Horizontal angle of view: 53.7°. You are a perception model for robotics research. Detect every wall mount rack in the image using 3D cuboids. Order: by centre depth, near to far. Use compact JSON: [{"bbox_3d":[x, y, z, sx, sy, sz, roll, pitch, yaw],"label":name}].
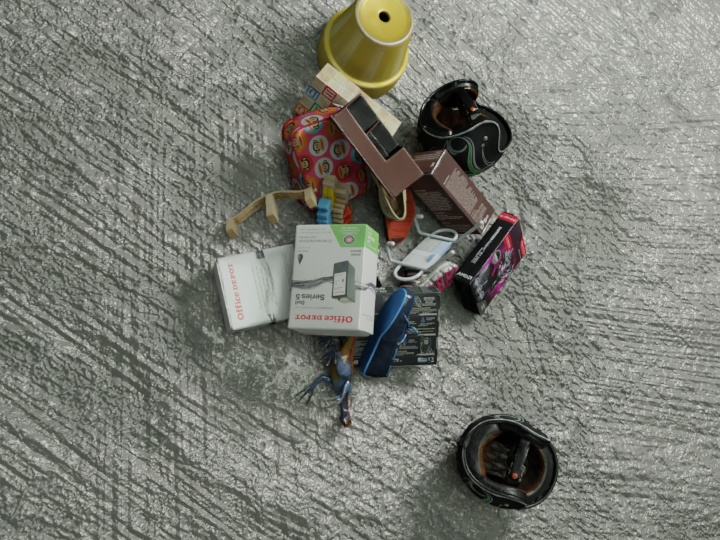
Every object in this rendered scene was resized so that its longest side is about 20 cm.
[{"bbox_3d":[0.154,-0.054,1.467,0.200,0.173,0.075,-43,131,-36],"label":"wall mount rack"}]

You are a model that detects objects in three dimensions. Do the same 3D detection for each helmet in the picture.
[{"bbox_3d":[0.295,0.384,1.433,0.199,0.191,0.201,-6,69,15],"label":"helmet"},{"bbox_3d":[0.225,-0.298,1.553,0.199,0.191,0.201,-9,62,18],"label":"helmet"}]

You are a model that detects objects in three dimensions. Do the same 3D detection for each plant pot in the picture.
[{"bbox_3d":[0.024,-0.500,1.532,0.200,0.189,0.201,4,78,-17],"label":"plant pot"}]

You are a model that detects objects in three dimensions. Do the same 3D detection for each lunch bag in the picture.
[{"bbox_3d":[-0.060,-0.234,1.466,0.176,0.082,0.200,-23,123,-19],"label":"lunch bag"}]

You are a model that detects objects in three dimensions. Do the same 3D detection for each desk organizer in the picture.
[{"bbox_3d":[0.031,-0.242,1.379,0.077,0.072,0.200,-38,103,4],"label":"desk organizer"}]

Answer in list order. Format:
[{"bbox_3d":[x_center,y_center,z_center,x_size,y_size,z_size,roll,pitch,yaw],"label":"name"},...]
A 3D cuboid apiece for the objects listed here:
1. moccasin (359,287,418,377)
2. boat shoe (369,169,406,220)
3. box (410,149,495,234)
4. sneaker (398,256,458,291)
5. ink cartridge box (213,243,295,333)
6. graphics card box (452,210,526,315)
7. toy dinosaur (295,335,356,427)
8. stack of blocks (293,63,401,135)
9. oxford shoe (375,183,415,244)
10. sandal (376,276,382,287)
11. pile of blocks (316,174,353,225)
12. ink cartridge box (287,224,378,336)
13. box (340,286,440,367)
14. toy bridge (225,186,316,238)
[{"bbox_3d":[0.063,0.123,1.398,0.068,0.081,0.200,18,117,-18],"label":"moccasin"},{"bbox_3d":[0.058,-0.201,1.458,0.073,0.063,0.200,-21,106,-6],"label":"boat shoe"},{"bbox_3d":[0.188,-0.165,1.526,0.200,0.100,0.075,43,68,-32],"label":"box"},{"bbox_3d":[0.110,0.032,1.517,0.200,0.074,0.087,-38,53,-1],"label":"sneaker"},{"bbox_3d":[-0.181,0.034,1.419,0.199,0.084,0.145,-11,82,-20],"label":"ink cartridge box"},{"bbox_3d":[0.286,-0.015,1.553,0.051,0.126,0.200,27,67,35],"label":"graphics card box"},{"bbox_3d":[-0.029,0.218,1.402,0.200,0.105,0.182,-34,128,-8],"label":"toy dinosaur"},{"bbox_3d":[-0.029,-0.328,1.514,0.200,0.115,0.059,37,50,-8],"label":"stack of blocks"},{"bbox_3d":[0.071,-0.158,1.550,0.071,0.072,0.201,-2,97,-31],"label":"oxford shoe"},{"bbox_3d":[-0.001,0.000,1.490,0.076,0.043,0.201,-13,76,12],"label":"sandal"},{"bbox_3d":[-0.050,-0.091,1.436,0.062,0.082,0.200,12,118,20],"label":"pile of blocks"},{"bbox_3d":[-0.049,0.019,1.342,0.145,0.084,0.201,0,79,17],"label":"ink cartridge box"},{"bbox_3d":[0.060,0.115,1.449,0.199,0.044,0.161,-2,106,-8],"label":"box"},{"bbox_3d":[-0.179,-0.127,1.434,0.200,0.027,0.067,-20,47,11],"label":"toy bridge"}]
